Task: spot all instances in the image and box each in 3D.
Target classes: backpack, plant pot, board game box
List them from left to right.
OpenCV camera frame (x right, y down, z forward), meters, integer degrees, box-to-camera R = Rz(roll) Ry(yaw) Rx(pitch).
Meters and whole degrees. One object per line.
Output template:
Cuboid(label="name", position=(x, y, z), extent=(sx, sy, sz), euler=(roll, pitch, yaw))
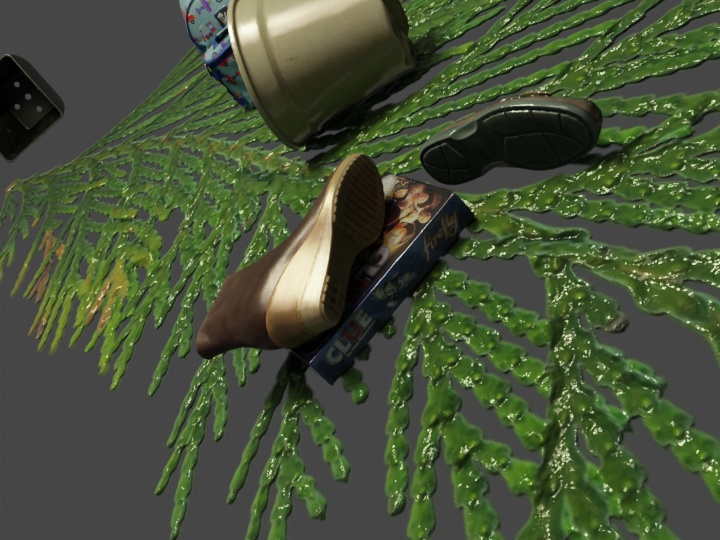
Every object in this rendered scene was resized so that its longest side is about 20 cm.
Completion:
Cuboid(label="plant pot", position=(-0.890, -0.435, 2.401), extent=(0.199, 0.200, 0.178), euler=(-38, 18, 10))
Cuboid(label="backpack", position=(-0.180, -0.379, 1.407), extent=(0.181, 0.200, 0.135), euler=(-30, 31, 21))
Cuboid(label="plant pot", position=(-0.035, -0.276, 1.131), extent=(0.181, 0.202, 0.202), euler=(-19, 36, 17))
Cuboid(label="board game box", position=(0.000, 0.000, 0.862), extent=(0.200, 0.035, 0.135), euler=(-49, 30, -9))

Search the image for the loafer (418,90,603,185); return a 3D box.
Cuboid(label="loafer", position=(0.134, -0.129, 0.828), extent=(0.199, 0.072, 0.063), euler=(-7, 39, 50))

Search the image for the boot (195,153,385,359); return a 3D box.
Cuboid(label="boot", position=(-0.068, -0.014, 0.854), extent=(0.165, 0.072, 0.202), euler=(-14, 44, 38))
